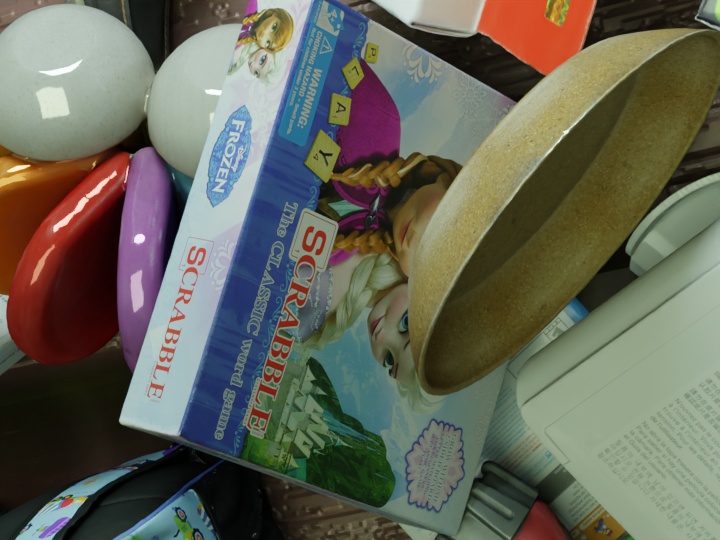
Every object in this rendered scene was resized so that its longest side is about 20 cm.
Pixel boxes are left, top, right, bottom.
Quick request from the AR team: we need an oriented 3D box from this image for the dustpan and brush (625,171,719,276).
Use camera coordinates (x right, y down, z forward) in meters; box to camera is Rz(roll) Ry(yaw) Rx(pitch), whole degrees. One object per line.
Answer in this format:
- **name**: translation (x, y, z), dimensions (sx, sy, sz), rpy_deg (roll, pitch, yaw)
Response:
- **dustpan and brush**: translation (0.211, -0.020, 1.267), dimensions (0.139, 0.057, 0.200), rpy_deg (40, 124, 8)

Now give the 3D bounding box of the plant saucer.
- **plant saucer**: translation (0.081, -0.033, 1.228), dimensions (0.035, 0.200, 0.201), rpy_deg (40, 109, 17)

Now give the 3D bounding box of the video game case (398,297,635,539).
- **video game case**: translation (0.113, 0.126, 1.374), dimensions (0.143, 0.018, 0.200), rpy_deg (-43, 87, 18)

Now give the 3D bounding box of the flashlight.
- **flashlight**: translation (0.125, 0.171, 1.340), dimensions (0.199, 0.068, 0.068), rpy_deg (33, 146, 2)

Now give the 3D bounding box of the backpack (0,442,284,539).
- **backpack**: translation (-0.137, 0.172, 1.358), dimensions (0.182, 0.200, 0.135), rpy_deg (-22, 94, 18)

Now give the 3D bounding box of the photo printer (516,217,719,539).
- **photo printer**: translation (0.190, 0.054, 1.255), dimensions (0.166, 0.070, 0.200), rpy_deg (45, 128, -7)

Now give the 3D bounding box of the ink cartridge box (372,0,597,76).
- **ink cartridge box**: translation (0.062, -0.200, 1.253), dimensions (0.043, 0.174, 0.201), rpy_deg (7, 108, -29)

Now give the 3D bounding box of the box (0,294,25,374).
- **box**: translation (-0.251, 0.012, 1.358), dimensions (0.156, 0.200, 0.041), rpy_deg (39, 126, 5)

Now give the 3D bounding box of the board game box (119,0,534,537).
- **board game box**: translation (0.000, 0.000, 1.259), dimensions (0.041, 0.199, 0.201), rpy_deg (11, 82, 41)

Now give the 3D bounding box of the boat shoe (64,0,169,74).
- **boat shoe**: translation (-0.104, -0.187, 1.343), dimensions (0.073, 0.074, 0.201), rpy_deg (-1, 102, 16)

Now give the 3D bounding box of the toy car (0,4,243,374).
- **toy car**: translation (-0.098, -0.018, 1.309), dimensions (0.199, 0.150, 0.175), rpy_deg (8, 142, 14)

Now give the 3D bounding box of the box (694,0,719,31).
- **box**: translation (0.209, -0.199, 1.233), dimensions (0.035, 0.110, 0.201), rpy_deg (25, 106, 10)
